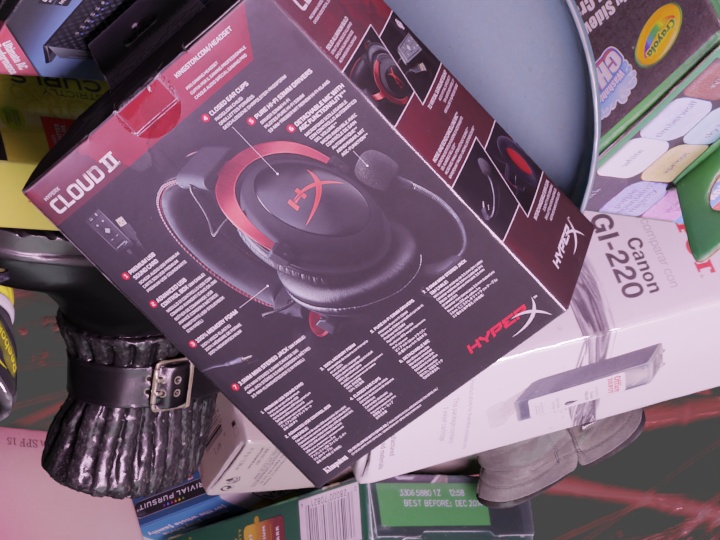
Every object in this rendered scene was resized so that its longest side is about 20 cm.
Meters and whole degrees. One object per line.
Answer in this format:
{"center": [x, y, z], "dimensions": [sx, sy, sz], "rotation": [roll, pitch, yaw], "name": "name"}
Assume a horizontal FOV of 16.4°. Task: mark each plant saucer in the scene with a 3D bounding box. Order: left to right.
{"center": [0.027, -0.078, 1.088], "dimensions": [0.027, 0.200, 0.200], "rotation": [-21, 161, -47], "name": "plant saucer"}

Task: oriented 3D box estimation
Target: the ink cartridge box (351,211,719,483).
{"center": [0.073, 0.000, 1.189], "dimensions": [0.199, 0.146, 0.085], "rotation": [-14, 147, -13], "name": "ink cartridge box"}

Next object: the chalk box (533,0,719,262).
{"center": [0.141, -0.101, 1.106], "dimensions": [0.124, 0.201, 0.125], "rotation": [5, 144, -42], "name": "chalk box"}

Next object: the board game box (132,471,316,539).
{"center": [-0.063, 0.150, 1.558], "dimensions": [0.151, 0.047, 0.200], "rotation": [-22, 154, 25], "name": "board game box"}

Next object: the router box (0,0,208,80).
{"center": [-0.062, -0.157, 1.011], "dimensions": [0.149, 0.062, 0.200], "rotation": [0, 146, -37], "name": "router box"}

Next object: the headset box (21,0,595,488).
{"center": [-0.027, -0.032, 1.018], "dimensions": [0.200, 0.075, 0.149], "rotation": [45, 121, -12], "name": "headset box"}

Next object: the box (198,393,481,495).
{"center": [0.005, 0.071, 1.387], "dimensions": [0.199, 0.082, 0.068], "rotation": [0, 149, -27], "name": "box"}

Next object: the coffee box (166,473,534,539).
{"center": [-0.010, 0.157, 1.445], "dimensions": [0.123, 0.044, 0.200], "rotation": [5, 161, -37], "name": "coffee box"}

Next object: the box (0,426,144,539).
{"center": [-0.191, 0.201, 1.419], "dimensions": [0.128, 0.201, 0.109], "rotation": [11, 140, -47], "name": "box"}

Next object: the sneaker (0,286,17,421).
{"center": [-0.232, 0.025, 1.196], "dimensions": [0.074, 0.085, 0.200], "rotation": [-38, 149, 28], "name": "sneaker"}

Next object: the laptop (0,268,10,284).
{"center": [-0.268, -0.050, 1.002], "dimensions": [0.186, 0.116, 0.200], "rotation": [10, -169, 23], "name": "laptop"}

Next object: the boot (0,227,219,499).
{"center": [-0.136, 0.033, 1.223], "dimensions": [0.211, 0.079, 0.158], "rotation": [7, 117, -43], "name": "boot"}

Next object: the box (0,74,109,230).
{"center": [-0.138, -0.060, 1.123], "dimensions": [0.199, 0.076, 0.050], "rotation": [5, 143, -39], "name": "box"}

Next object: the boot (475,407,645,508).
{"center": [0.063, 0.082, 1.327], "dimensions": [0.199, 0.068, 0.131], "rotation": [-22, 130, -13], "name": "boot"}
